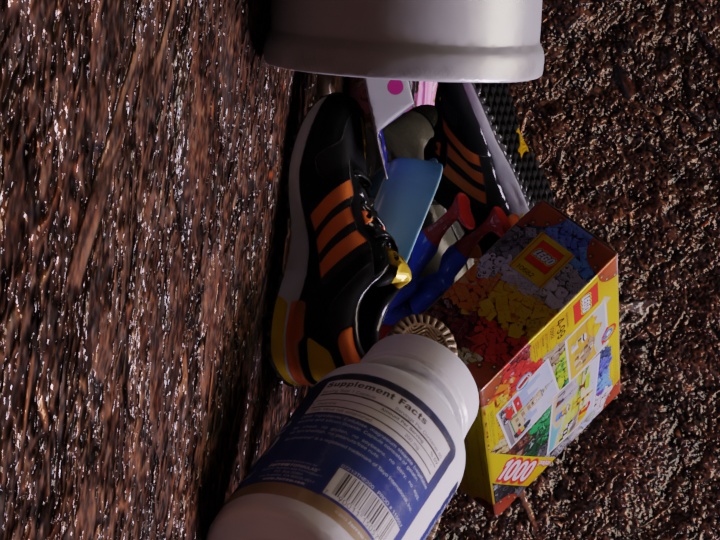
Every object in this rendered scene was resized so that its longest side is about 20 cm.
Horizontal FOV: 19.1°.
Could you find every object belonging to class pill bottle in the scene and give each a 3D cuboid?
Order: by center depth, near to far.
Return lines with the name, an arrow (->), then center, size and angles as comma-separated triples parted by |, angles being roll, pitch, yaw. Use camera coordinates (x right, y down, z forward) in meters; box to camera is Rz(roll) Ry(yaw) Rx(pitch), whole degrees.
pill bottle -> -0.003, 0.127, 1.298 | 0.200, 0.110, 0.111 | -52, 151, -47

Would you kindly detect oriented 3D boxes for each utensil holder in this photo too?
utensil holder -> 0.032, -0.218, 1.260 | 0.170, 0.169, 0.201 | -55, 149, -79

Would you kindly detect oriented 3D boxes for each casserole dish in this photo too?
casserole dish -> 0.000, 0.000, 1.533 | 0.201, 0.039, 0.121 | -68, -170, -20

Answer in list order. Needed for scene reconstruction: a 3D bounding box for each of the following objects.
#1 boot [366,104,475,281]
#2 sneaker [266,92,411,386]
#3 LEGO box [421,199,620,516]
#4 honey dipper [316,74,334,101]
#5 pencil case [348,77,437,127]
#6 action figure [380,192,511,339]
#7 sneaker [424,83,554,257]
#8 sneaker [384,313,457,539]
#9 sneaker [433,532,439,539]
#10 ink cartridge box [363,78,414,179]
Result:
boot -> 0.020, -0.025, 1.659 | 0.130, 0.067, 0.201 | -23, 111, -44
sneaker -> -0.002, -0.019, 1.426 | 0.070, 0.090, 0.201 | 24, 72, -61
LEGO box -> 0.117, 0.068, 1.578 | 0.149, 0.077, 0.200 | -43, 152, -18
honey dipper -> -0.023, -0.117, 1.478 | 0.038, 0.038, 0.201 | -75, 167, -58
pencil case -> 0.028, -0.130, 1.742 | 0.087, 0.082, 0.201 | -67, 162, -74
action figure -> 0.035, 0.043, 1.580 | 0.200, 0.065, 0.099 | -44, -137, 33
sneaker -> 0.075, -0.089, 1.591 | 0.070, 0.090, 0.201 | -73, 143, -54
sneaker -> 0.012, 0.138, 1.443 | 0.109, 0.070, 0.201 | 131, -23, -61
sneaker -> -0.007, 0.185, 1.463 | 0.200, 0.115, 0.076 | -12, 108, -74
ink cartridge box -> 0.009, -0.169, 1.450 | 0.095, 0.037, 0.201 | -87, 167, -77
